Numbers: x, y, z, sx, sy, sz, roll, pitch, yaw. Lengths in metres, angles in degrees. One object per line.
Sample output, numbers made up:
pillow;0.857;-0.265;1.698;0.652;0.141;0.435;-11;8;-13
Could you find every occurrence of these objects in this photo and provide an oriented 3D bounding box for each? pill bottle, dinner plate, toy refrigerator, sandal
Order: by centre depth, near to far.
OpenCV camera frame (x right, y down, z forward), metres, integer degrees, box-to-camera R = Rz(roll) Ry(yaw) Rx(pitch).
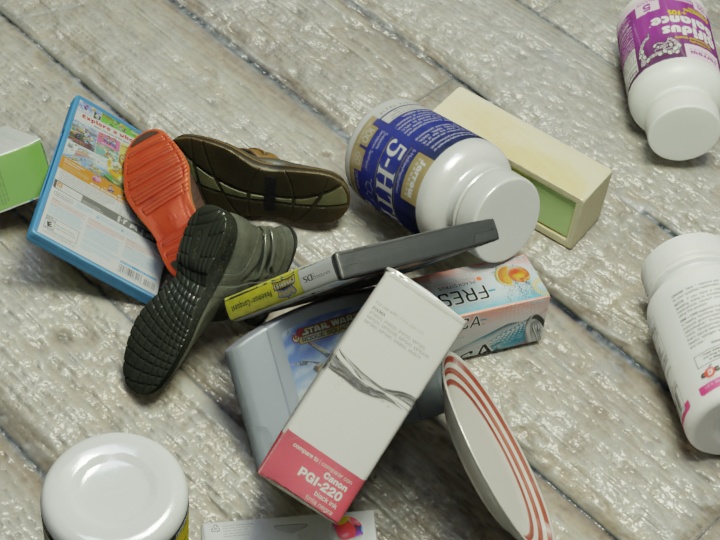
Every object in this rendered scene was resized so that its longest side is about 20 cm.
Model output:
pill bottle;-0.191;0.227;1.135;0.111;0.201;0.113;3;48;-4
dinner plate;0.114;0.164;1.256;0.024;0.200;0.201;-27;49;13
pill bottle;0.345;0.067;1.400;0.112;0.114;0.201;-3;49;-9
pill bottle;0.085;-0.089;1.470;0.119;0.121;0.200;-26;38;-26
sandal;-0.106;-0.101;1.524;0.198;0.082;0.055;9;31;3
toy refrigerator;0.166;-0.111;1.563;0.199;0.076;0.070;33;53;20
pill bottle;0.361;-0.226;1.664;0.111;0.113;0.201;3;48;-4

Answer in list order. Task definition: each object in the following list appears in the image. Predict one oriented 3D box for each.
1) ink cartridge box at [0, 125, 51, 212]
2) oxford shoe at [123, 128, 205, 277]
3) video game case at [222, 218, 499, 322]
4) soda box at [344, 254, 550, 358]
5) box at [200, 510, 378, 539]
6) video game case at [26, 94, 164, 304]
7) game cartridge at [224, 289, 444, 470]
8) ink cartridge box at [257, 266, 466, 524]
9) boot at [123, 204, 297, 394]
ink cartridge box;-0.420;-0.081;1.449;0.199;0.060;0.104;-25;25;-27
oxford shoe;-0.189;-0.056;1.471;0.071;0.073;0.201;-26;61;4
video game case;0.000;0.000;1.334;0.199;0.180;0.026;-13;85;-41
soda box;0.083;0.046;1.417;0.198;0.069;0.064;-12;48;-16
box;-0.050;0.299;1.196;0.154;0.041;0.201;-3;50;-10
video game case;-0.254;-0.075;1.472;0.142;0.018;0.201;30;43;-24
game cartridge;-0.019;0.092;1.326;0.198;0.042;0.134;-17;97;-11
ink cartridge box;0.001;0.105;1.231;0.084;0.146;0.201;31;86;1
boot;-0.136;0.039;1.383;0.068;0.201;0.130;33;7;37
